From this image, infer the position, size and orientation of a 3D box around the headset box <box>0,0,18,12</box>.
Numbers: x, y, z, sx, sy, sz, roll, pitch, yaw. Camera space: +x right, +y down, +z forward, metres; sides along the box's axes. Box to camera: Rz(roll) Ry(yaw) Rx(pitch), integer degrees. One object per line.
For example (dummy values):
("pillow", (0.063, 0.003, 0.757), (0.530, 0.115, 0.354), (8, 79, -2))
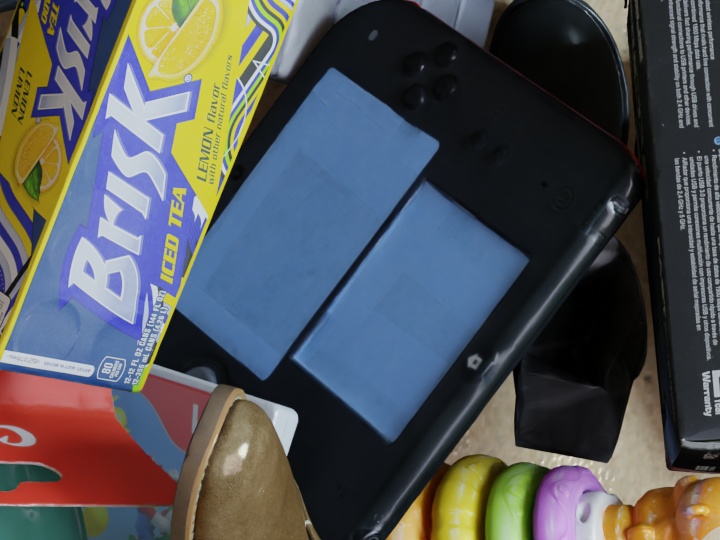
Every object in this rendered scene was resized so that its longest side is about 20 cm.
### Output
("headset box", (-0.157, -0.136, 1.054), (0.199, 0.149, 0.078), (-16, 87, -32))

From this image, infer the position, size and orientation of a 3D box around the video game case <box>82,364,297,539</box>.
("video game case", (-0.112, 0.132, 1.144), (0.017, 0.143, 0.201), (23, 84, -53))

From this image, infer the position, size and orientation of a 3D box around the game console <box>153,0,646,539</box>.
("game console", (0.000, 0.000, 1.161), (0.200, 0.177, 0.031), (-53, 135, 2))

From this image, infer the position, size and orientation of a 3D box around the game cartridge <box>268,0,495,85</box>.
("game cartridge", (0.011, -0.171, 1.246), (0.129, 0.038, 0.201), (14, 90, -32))

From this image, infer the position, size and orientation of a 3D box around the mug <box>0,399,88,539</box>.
("mug", (-0.171, 0.094, 1.088), (0.114, 0.152, 0.186), (-3, 100, -37))

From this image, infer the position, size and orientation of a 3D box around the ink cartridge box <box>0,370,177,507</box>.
("ink cartridge box", (-0.161, 0.013, 1.050), (0.160, 0.200, 0.047), (5, 116, -38))

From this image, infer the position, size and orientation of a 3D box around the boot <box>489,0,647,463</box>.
("boot", (0.083, -0.024, 1.220), (0.065, 0.200, 0.166), (-3, 102, 5))

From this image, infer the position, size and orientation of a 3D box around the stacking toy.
("stacking toy", (0.069, 0.114, 1.166), (0.116, 0.199, 0.110), (27, 55, -58))

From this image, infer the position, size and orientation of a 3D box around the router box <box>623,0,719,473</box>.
("router box", (0.144, -0.023, 1.157), (0.062, 0.150, 0.201), (-5, 82, 3))

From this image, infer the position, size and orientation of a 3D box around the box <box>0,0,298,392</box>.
("box", (-0.081, -0.063, 1.001), (0.070, 0.064, 0.201), (12, 106, -42))

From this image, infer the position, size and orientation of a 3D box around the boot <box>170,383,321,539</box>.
("boot", (-0.020, 0.111, 1.049), (0.200, 0.075, 0.074), (77, 32, -52))

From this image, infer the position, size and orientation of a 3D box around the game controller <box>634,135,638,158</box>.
("game controller", (0.172, -0.006, 1.356), (0.104, 0.042, 0.201), (-54, 132, -39))
